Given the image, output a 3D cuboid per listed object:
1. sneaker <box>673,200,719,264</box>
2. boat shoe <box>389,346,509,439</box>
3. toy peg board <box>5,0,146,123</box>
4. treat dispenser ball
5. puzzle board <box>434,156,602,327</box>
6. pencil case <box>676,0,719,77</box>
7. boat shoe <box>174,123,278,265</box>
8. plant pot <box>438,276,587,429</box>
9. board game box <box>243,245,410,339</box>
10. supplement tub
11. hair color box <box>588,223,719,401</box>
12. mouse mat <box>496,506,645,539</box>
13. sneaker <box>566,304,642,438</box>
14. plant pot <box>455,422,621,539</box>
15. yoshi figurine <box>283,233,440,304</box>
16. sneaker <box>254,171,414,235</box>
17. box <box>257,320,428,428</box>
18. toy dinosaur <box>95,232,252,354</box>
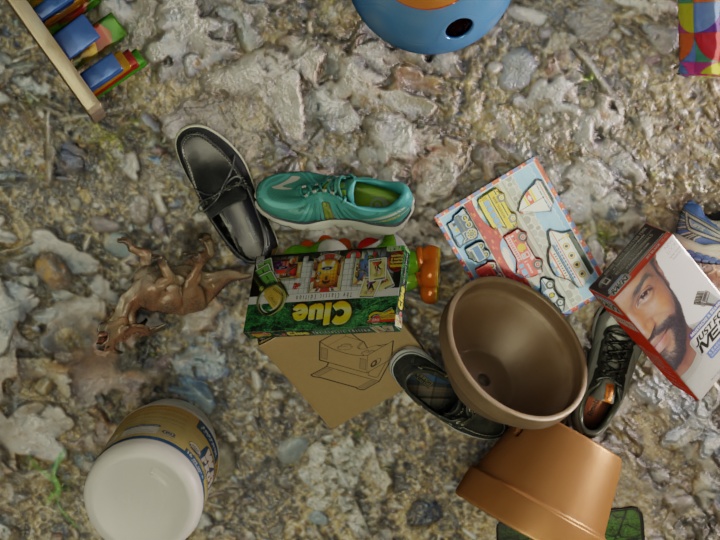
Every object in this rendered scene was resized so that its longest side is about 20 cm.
[{"bbox_3d":[0.487,-0.047,1.503,0.198,0.077,0.086,5,98,0],"label":"sneaker"},{"bbox_3d":[0.116,0.168,1.544,0.199,0.057,0.069,34,104,-25],"label":"boat shoe"},{"bbox_3d":[-0.334,-0.287,1.424,0.098,0.199,0.201,-36,99,-7],"label":"toy peg board"},{"bbox_3d":[0.080,-0.349,1.384,0.199,0.201,0.203,0,103,2],"label":"treat dispenser ball"},{"bbox_3d":[0.207,-0.021,1.546,0.150,0.017,0.201,-30,100,8],"label":"puzzle board"},{"bbox_3d":[0.417,-0.324,1.442,0.087,0.088,0.202,-3,104,2],"label":"pencil case"},{"bbox_3d":[-0.167,-0.093,1.520,0.074,0.062,0.201,-27,99,9],"label":"boat shoe"},{"bbox_3d":[0.172,0.115,1.498,0.200,0.201,0.093,35,136,-6],"label":"plant pot"},{"bbox_3d":[-0.041,0.026,1.445,0.198,0.023,0.106,-5,64,23],"label":"board game box"},{"bbox_3d":[-0.255,0.251,1.527,0.143,0.200,0.146,0,103,2],"label":"supplement tub"},{"bbox_3d":[0.384,0.052,1.494,0.111,0.064,0.200,-47,114,-4],"label":"hair color box"},{"bbox_3d":[0.287,0.402,1.642,0.198,0.008,0.163,-6,102,4],"label":"mouse mat"},{"bbox_3d":[0.320,0.123,1.543,0.073,0.079,0.202,16,101,0],"label":"sneaker"},{"bbox_3d":[0.237,0.267,1.529,0.199,0.200,0.141,29,86,-5],"label":"plant pot"},{"bbox_3d":[-0.001,0.016,1.518,0.198,0.112,0.113,3,109,4],"label":"yoshi figurine"},{"bbox_3d":[-0.031,-0.095,1.497,0.198,0.080,0.078,3,70,-4],"label":"sneaker"},{"bbox_3d":[-0.013,0.105,1.524,0.163,0.021,0.200,-29,134,8],"label":"box"},{"bbox_3d":[-0.240,0.031,1.544,0.198,0.086,0.137,-5,113,-14],"label":"toy dinosaur"}]
